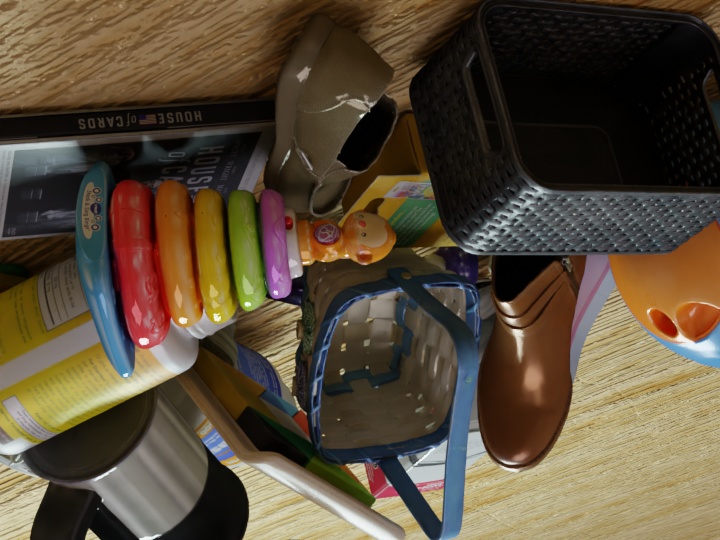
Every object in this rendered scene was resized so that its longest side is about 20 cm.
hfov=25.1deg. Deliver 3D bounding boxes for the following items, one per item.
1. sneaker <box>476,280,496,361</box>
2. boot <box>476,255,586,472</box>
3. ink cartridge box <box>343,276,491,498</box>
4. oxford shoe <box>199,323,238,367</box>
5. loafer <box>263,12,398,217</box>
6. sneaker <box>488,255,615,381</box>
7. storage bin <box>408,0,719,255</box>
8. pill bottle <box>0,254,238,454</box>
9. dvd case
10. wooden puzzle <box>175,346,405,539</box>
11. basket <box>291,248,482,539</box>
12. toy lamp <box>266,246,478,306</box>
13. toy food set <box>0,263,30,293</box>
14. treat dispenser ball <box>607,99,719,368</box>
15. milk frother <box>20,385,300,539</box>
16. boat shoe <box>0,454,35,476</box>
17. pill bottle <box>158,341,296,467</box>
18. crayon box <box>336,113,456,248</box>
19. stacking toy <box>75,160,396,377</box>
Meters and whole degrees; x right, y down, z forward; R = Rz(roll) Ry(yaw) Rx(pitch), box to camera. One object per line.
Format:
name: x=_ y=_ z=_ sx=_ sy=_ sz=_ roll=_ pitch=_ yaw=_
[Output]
sneaker: x=0.152 y=0.029 z=1.404 sx=0.199 sy=0.080 sz=0.074 roll=-26 pitch=180 yaw=-3
boot: x=0.122 y=0.040 z=1.159 sx=0.076 sy=0.201 sz=0.155 roll=18 pitch=173 yaw=14
ink cartridge box: x=0.065 y=0.111 z=1.506 sx=0.083 sy=0.146 sz=0.200 roll=-3 pitch=157 yaw=-24
oxford shoe: x=-0.154 y=0.016 z=1.268 sx=0.075 sy=0.058 sz=0.200 roll=-13 pitch=145 yaw=18
loafer: x=-0.017 y=-0.084 z=1.032 sx=0.067 sy=0.076 sz=0.200 roll=29 pitch=161 yaw=10
sneaker: x=0.134 y=0.040 z=1.322 sx=0.104 sy=0.201 sz=0.075 roll=27 pitch=178 yaw=-26
storage bin: x=0.146 y=-0.090 z=1.050 sx=0.199 sy=0.136 sz=0.094 roll=-1 pitch=156 yaw=-29
pill bottle: x=-0.192 y=0.044 z=1.156 sx=0.199 sy=0.110 sz=0.109 roll=-26 pitch=157 yaw=8
dvd case: x=-0.163 y=-0.066 z=1.087 sx=0.198 sy=0.025 sz=0.150 roll=-5 pitch=158 yaw=-18
wooden puzzle: x=-0.067 y=0.125 z=1.255 sx=0.037 sy=0.200 sz=0.185 roll=-53 pitch=134 yaw=0
basket: x=0.028 y=0.081 z=1.204 sx=0.138 sy=0.200 sz=0.178 roll=-10 pitch=121 yaw=-28
toy lamp: x=0.000 y=0.000 z=1.309 sx=0.199 sy=0.059 sz=0.058 roll=1 pitch=155 yaw=-30
toy food set: x=-0.279 y=0.056 z=1.296 sx=0.197 sy=0.049 sz=0.200 roll=-25 pitch=156 yaw=28
treat dispenser ball: x=0.282 y=-0.027 z=1.205 sx=0.199 sy=0.202 sz=0.201 roll=-11 pitch=159 yaw=-4
milk frother: x=-0.136 y=0.176 z=1.237 sx=0.199 sy=0.182 sz=0.188 roll=-9 pitch=143 yaw=17
boat shoe: x=-0.259 y=0.155 z=1.452 sx=0.201 sy=0.075 sz=0.065 roll=16 pitch=166 yaw=12
pill bottle: x=-0.133 y=0.115 z=1.446 sx=0.111 sy=0.113 sz=0.200 roll=-20 pitch=158 yaw=18
crayon box: x=0.072 y=-0.065 z=1.193 sx=0.199 sy=0.052 sz=0.126 roll=-3 pitch=157 yaw=-27
stacking toy: x=-0.076 y=-0.012 z=1.031 sx=0.198 sy=0.117 sz=0.110 roll=-6 pitch=139 yaw=0
